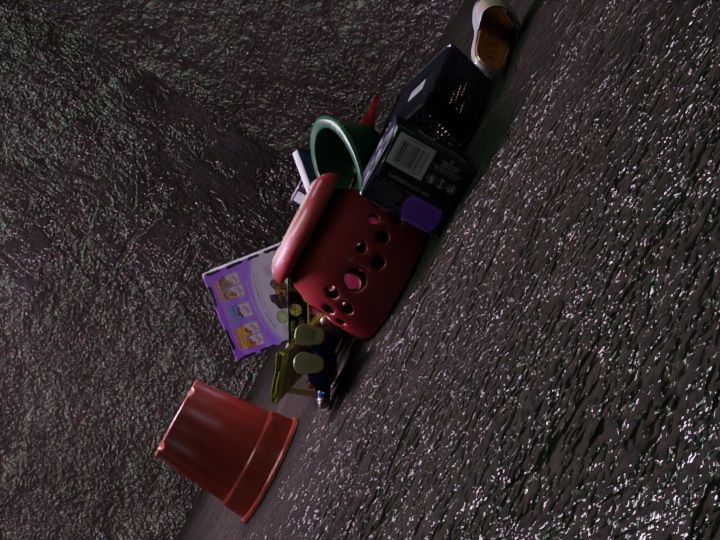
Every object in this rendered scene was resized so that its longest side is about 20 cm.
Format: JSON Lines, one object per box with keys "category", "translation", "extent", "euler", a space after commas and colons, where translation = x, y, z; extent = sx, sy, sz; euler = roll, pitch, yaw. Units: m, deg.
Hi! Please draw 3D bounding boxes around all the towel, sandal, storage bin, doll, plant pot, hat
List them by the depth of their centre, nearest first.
{"category": "plant pot", "translation": [-0.022, -0.025, 1.342], "extent": [0.202, 0.181, 0.201], "euler": [-61, 7, 13]}
{"category": "doll", "translation": [-0.059, 0.133, 1.357], "extent": [0.200, 0.048, 0.138], "euler": [73, -163, -71]}
{"category": "towel", "translation": [-0.083, 0.118, 1.386], "extent": [0.200, 0.018, 0.087], "euler": [-46, -27, -60]}
{"category": "sandal", "translation": [0.222, -0.383, 1.465], "extent": [0.059, 0.078, 0.208], "euler": [-54, 17, 41]}
{"category": "storage bin", "translation": [0.120, -0.257, 1.486], "extent": [0.135, 0.094, 0.201], "euler": [-38, 20, 38]}
{"category": "hat", "translation": [0.028, -0.198, 1.503], "extent": [0.174, 0.202, 0.165], "euler": [-21, -2, -26]}
{"category": "plant pot", "translation": [-0.241, 0.304, 1.619], "extent": [0.202, 0.194, 0.201], "euler": [-60, 5, 9]}

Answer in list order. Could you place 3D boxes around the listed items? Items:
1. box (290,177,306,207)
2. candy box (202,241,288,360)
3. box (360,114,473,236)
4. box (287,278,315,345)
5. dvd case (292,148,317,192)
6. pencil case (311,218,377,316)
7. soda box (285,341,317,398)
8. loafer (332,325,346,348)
{"category": "box", "translation": [-0.009, -0.145, 1.701], "extent": [0.050, 0.198, 0.159], "euler": [-54, 9, 53]}
{"category": "candy box", "translation": [-0.160, 0.046, 1.674], "extent": [0.198, 0.170, 0.072], "euler": [-20, 6, 6]}
{"category": "box", "translation": [0.076, -0.139, 1.292], "extent": [0.107, 0.121, 0.200], "euler": [-60, 6, 13]}
{"category": "box", "translation": [-0.094, 0.027, 1.533], "extent": [0.110, 0.034, 0.203], "euler": [-65, -24, -73]}
{"category": "dvd case", "translation": [-0.033, -0.116, 1.597], "extent": [0.017, 0.202, 0.142], "euler": [-32, -19, 36]}
{"category": "pencil case", "translation": [0.000, 0.000, 1.498], "extent": [0.202, 0.093, 0.091], "euler": [-64, -20, 8]}
{"category": "soda box", "translation": [-0.102, 0.168, 1.607], "extent": [0.200, 0.067, 0.065], "euler": [-142, 62, -85]}
{"category": "loafer", "translation": [-0.033, 0.049, 1.617], "extent": [0.202, 0.072, 0.073], "euler": [-64, 7, -18]}
